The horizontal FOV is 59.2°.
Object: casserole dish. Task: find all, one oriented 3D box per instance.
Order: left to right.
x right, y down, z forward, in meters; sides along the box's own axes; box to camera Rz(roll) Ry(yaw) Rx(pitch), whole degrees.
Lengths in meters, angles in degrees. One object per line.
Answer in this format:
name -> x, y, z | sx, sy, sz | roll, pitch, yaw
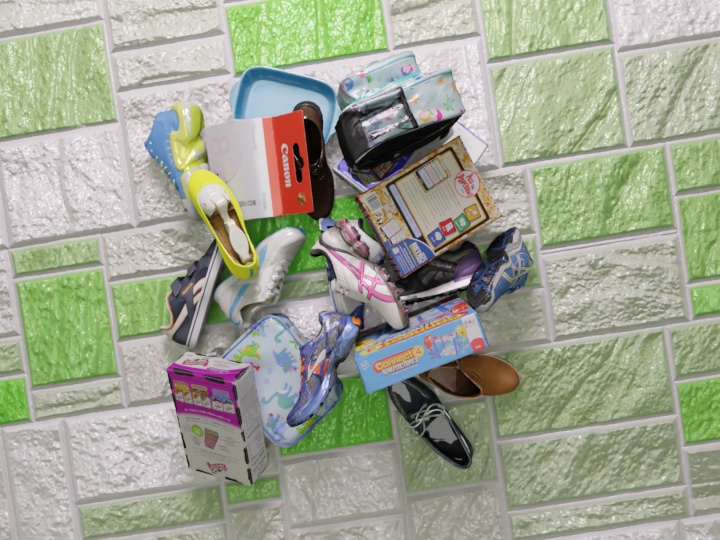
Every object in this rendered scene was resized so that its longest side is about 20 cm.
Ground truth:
casserole dish -> -0.128, -0.279, 1.101 | 0.196, 0.039, 0.124 | 14, 92, 2

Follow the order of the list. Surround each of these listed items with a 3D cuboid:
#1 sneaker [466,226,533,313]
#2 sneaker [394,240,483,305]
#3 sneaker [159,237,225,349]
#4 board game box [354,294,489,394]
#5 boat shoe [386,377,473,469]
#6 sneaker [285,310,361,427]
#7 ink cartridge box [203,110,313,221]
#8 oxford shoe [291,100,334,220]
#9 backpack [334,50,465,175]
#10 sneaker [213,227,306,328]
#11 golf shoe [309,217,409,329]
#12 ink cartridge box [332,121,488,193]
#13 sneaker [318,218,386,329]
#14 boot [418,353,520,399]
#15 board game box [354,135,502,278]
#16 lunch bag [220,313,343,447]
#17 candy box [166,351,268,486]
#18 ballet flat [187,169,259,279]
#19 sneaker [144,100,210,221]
sneaker -> 0.237, 0.007, 1.038 | 0.077, 0.075, 0.200 | 49, 48, -9
sneaker -> 0.114, 0.005, 1.092 | 0.196, 0.076, 0.089 | -14, 82, -6
sneaker -> -0.288, 0.030, 1.091 | 0.078, 0.078, 0.203 | 20, 93, -4
board game box -> 0.089, 0.112, 1.023 | 0.197, 0.196, 0.057 | -22, 95, 1
boat shoe -> 0.119, 0.260, 1.093 | 0.075, 0.062, 0.201 | -38, 90, 4
sneaker -> -0.071, 0.155, 1.019 | 0.077, 0.075, 0.202 | 26, 74, 3
ink cartridge box -> -0.171, -0.167, 1.040 | 0.198, 0.057, 0.166 | 0, 99, 44
oxford shoe -> -0.086, -0.169, 1.057 | 0.071, 0.085, 0.203 | -8, 119, 3
backpack -> 0.058, -0.249, 0.988 | 0.196, 0.178, 0.153 | -18, 95, -3
sneaker -> -0.158, 0.010, 1.081 | 0.200, 0.076, 0.081 | -46, 69, 10
golf shoe -> 0.001, 0.019, 1.018 | 0.092, 0.073, 0.201 | -37, 82, 1
ink cartridge box -> 0.086, -0.191, 1.095 | 0.197, 0.043, 0.201 | 38, 92, 0
sneaker -> 0.000, -0.001, 1.082 | 0.113, 0.081, 0.204 | -11, 89, 4
boot -> 0.185, 0.180, 1.042 | 0.196, 0.155, 0.075 | 10, 91, -3
board game box -> 0.112, -0.104, 1.042 | 0.198, 0.046, 0.153 | -30, 93, -6
lunch bag -> -0.141, 0.187, 1.088 | 0.161, 0.082, 0.200 | -43, 90, 1
candy box -> -0.233, 0.244, 1.047 | 0.134, 0.061, 0.204 | 7, 115, 23
ballet flat -> -0.217, -0.082, 1.021 | 0.066, 0.067, 0.203 | -26, 86, -16
sneaker -> -0.316, -0.186, 1.101 | 0.103, 0.076, 0.205 | -2, 92, 20
